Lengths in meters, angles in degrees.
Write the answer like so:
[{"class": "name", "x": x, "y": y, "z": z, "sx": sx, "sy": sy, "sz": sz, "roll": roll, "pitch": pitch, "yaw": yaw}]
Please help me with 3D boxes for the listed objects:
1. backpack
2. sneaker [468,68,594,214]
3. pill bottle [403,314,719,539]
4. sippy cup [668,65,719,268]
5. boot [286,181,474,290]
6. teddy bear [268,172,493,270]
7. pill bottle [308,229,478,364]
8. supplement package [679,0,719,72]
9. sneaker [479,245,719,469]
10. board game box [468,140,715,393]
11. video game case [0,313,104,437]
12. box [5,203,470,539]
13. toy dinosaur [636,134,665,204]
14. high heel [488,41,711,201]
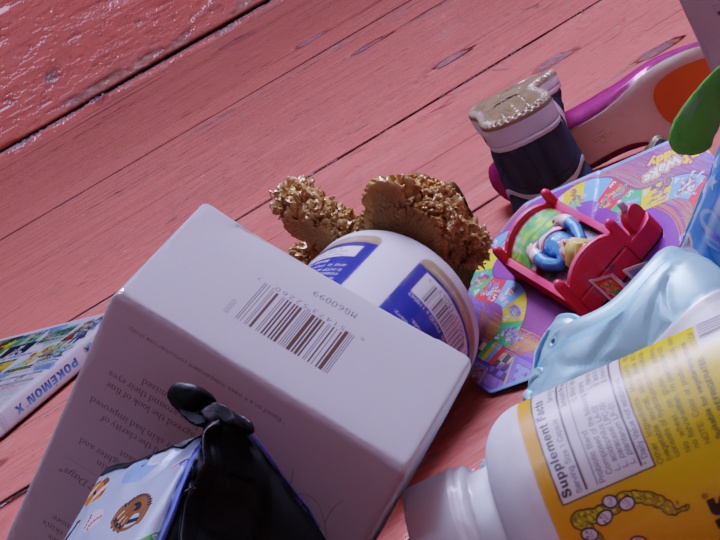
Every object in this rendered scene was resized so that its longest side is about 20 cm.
[{"class": "backpack", "x": -0.072, "y": 0.184, "z": 0.865, "sx": 0.153, "sy": 0.200, "sz": 0.191, "roll": -29, "pitch": 21, "yaw": 28}, {"class": "sneaker", "x": 0.130, "y": -0.076, "z": 1.520, "sx": 0.070, "sy": 0.109, "sz": 0.200, "roll": -26, "pitch": 9, "yaw": 9}, {"class": "pill bottle", "x": 0.124, "y": 0.096, "z": 0.940, "sx": 0.199, "sy": 0.113, "sz": 0.113, "roll": -24, "pitch": 15, "yaw": 10}, {"class": "sippy cup", "x": 0.224, "y": -0.019, "z": 1.080, "sx": 0.178, "sy": 0.139, "sz": 0.131, "roll": -79, "pitch": 14, "yaw": -57}, {"class": "boot", "x": -0.001, "y": 0.008, "z": 1.512, "sx": 0.154, "sy": 0.073, "sz": 0.200, "roll": -22, "pitch": 14, "yaw": 16}, {"class": "teddy bear", "x": 0.000, "y": 0.000, "z": 1.371, "sx": 0.067, "sy": 0.144, "sz": 0.201, "roll": -52, "pitch": -10, "yaw": -50}, {"class": "pill bottle", "x": -0.021, "y": 0.071, "z": 1.251, "sx": 0.119, "sy": 0.120, "sz": 0.200, "roll": -15, "pitch": 19, "yaw": 36}, {"class": "supplement package", "x": 0.291, "y": -0.185, "z": 1.411, "sx": 0.114, "sy": 0.201, "sz": 0.109, "roll": -37, "pitch": 18, "yaw": -32}, {"class": "sneaker", "x": 0.107, "y": 0.069, "z": 1.050, "sx": 0.200, "sy": 0.074, "sz": 0.082, "roll": -40, "pitch": 46, "yaw": 0}, {"class": "board game box", "x": 0.130, "y": -0.016, "z": 1.301, "sx": 0.199, "sy": 0.039, "sz": 0.159, "roll": -23, "pitch": 39, "yaw": 33}, {"class": "video game case", "x": -0.317, "y": 0.101, "z": 1.834, "sx": 0.199, "sy": 0.022, "sz": 0.182, "roll": -14, "pitch": 20, "yaw": 42}, {"class": "box", "x": -0.065, "y": 0.101, "z": 1.004, "sx": 0.201, "sy": 0.152, "sz": 0.106, "roll": -62, "pitch": -5, "yaw": 31}, {"class": "toy dinosaur", "x": 0.160, "y": -0.008, "z": 1.366, "sx": 0.200, "sy": 0.060, "sz": 0.106, "roll": -47, "pitch": 11, "yaw": -29}, {"class": "high heel", "x": 0.187, "y": -0.116, "z": 1.616, "sx": 0.200, "sy": 0.067, "sz": 0.096, "roll": -42, "pitch": 27, "yaw": -4}]
